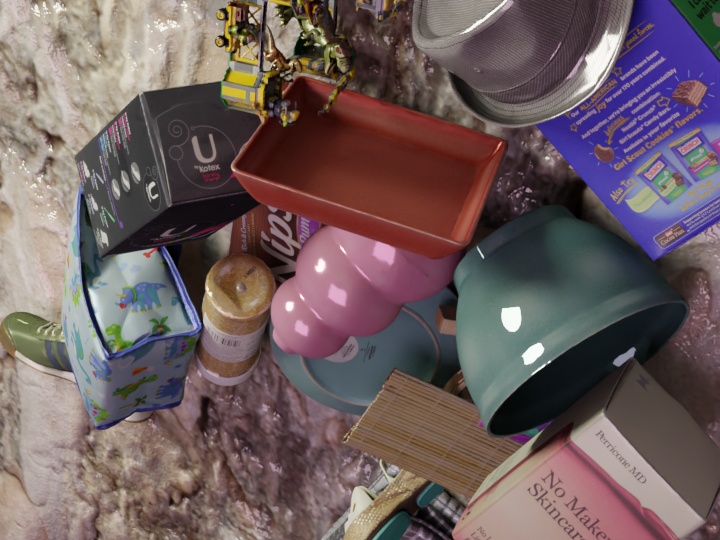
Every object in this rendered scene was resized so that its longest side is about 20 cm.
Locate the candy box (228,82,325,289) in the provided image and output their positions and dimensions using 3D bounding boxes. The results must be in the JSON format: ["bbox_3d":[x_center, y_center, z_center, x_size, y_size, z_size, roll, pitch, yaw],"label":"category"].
[{"bbox_3d":[-0.055,-0.067,1.530,0.116,0.056,0.201,25,130,15],"label":"candy box"}]

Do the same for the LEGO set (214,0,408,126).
[{"bbox_3d":[-0.023,-0.198,1.342,0.115,0.200,0.155,14,107,21],"label":"LEGO set"}]

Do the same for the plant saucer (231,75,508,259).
[{"bbox_3d":[0.010,-0.082,1.355,0.198,0.200,0.037,18,122,6],"label":"plant saucer"}]

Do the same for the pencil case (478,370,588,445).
[{"bbox_3d":[0.214,0.157,1.490,0.199,0.093,0.085,32,158,12],"label":"pencil case"}]

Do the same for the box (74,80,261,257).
[{"bbox_3d":[-0.166,-0.091,1.481,0.200,0.121,0.107,-26,78,61],"label":"box"}]

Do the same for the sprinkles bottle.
[{"bbox_3d":[-0.124,0.051,1.597,0.068,0.068,0.200,35,157,6],"label":"sprinkles bottle"}]

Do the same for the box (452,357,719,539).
[{"bbox_3d":[0.197,0.195,1.400,0.128,0.109,0.200,45,123,0],"label":"box"}]

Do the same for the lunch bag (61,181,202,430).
[{"bbox_3d":[-0.244,0.029,1.647,0.201,0.126,0.171,62,154,24],"label":"lunch bag"}]

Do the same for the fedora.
[{"bbox_3d":[0.107,-0.204,1.244,0.199,0.090,0.179,18,93,56],"label":"fedora"}]

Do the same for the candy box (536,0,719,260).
[{"bbox_3d":[0.236,-0.134,1.285,0.200,0.077,0.169,48,134,-7],"label":"candy box"}]

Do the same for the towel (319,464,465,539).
[{"bbox_3d":[0.044,0.312,1.710,0.165,0.086,0.200,41,133,0],"label":"towel"}]

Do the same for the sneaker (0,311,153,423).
[{"bbox_3d":[-0.301,0.080,1.786,0.199,0.067,0.090,30,124,11],"label":"sneaker"}]

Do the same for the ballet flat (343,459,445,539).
[{"bbox_3d":[0.033,0.220,1.603,0.065,0.200,0.071,39,166,24],"label":"ballet flat"}]

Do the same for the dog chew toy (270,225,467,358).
[{"bbox_3d":[0.000,0.000,1.449,0.200,0.125,0.125,-43,94,14],"label":"dog chew toy"}]

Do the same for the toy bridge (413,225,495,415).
[{"bbox_3d":[0.103,0.048,1.508,0.067,0.027,0.202,9,119,-15],"label":"toy bridge"}]

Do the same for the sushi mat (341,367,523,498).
[{"bbox_3d":[0.089,0.165,1.551,0.199,0.012,0.096,25,111,-21],"label":"sushi mat"}]

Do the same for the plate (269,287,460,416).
[{"bbox_3d":[0.009,0.073,1.558,0.198,0.026,0.202,3,129,4],"label":"plate"}]

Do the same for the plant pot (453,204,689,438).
[{"bbox_3d":[0.160,0.031,1.389,0.135,0.199,0.201,59,137,21],"label":"plant pot"}]
